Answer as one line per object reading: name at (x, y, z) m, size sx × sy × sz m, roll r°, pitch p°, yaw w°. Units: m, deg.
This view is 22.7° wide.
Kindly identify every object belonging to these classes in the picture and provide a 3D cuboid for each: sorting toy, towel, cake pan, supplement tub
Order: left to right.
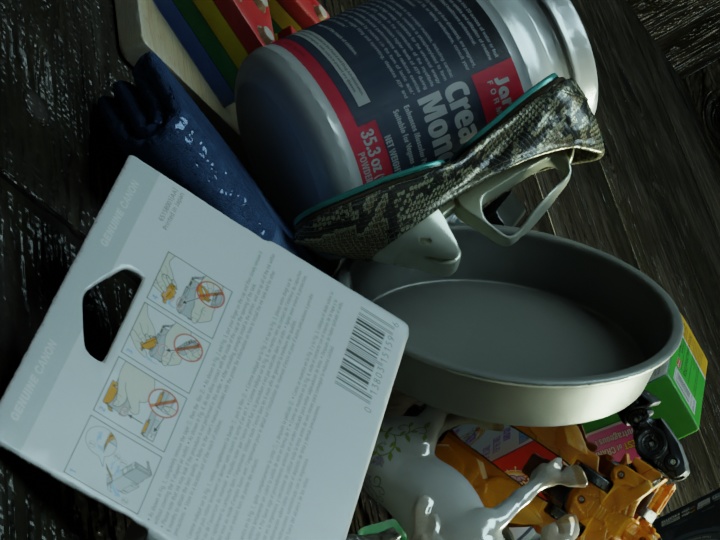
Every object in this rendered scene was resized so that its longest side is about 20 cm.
towel at (-0.075, -0.027, 1.043) m, size 0.200 × 0.048 × 0.112 m, roll 53°, pitch 2°, yaw -31°
sorting toy at (-0.084, -0.170, 1.231) m, size 0.199 × 0.069 × 0.201 m, roll 44°, pitch 25°, yaw -43°
supplement tub at (0.034, -0.106, 1.133) m, size 0.141 × 0.199 × 0.141 m, roll 53°, pitch -21°, yaw 31°
cake pan at (0.084, 0.030, 1.033) m, size 0.200 × 0.199 × 0.037 m, roll -78°, pitch 175°, yaw -64°

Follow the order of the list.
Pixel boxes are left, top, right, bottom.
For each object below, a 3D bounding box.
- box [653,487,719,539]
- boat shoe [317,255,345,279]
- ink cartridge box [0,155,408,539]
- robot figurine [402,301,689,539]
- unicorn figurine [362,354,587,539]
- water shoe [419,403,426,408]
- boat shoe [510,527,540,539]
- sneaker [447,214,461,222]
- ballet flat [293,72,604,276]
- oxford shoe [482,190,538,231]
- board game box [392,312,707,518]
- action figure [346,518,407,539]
box at (0.218, 0.226, 1.244) m, size 0.044 × 0.199 × 0.160 m, roll 56°, pitch 19°, yaw -13°
boat shoe at (0.000, 0.000, 1.183) m, size 0.200 × 0.074 × 0.069 m, roll -97°, pitch 169°, yaw -73°
ink cartridge box at (-0.076, 0.061, 0.863) m, size 0.173 × 0.044 × 0.200 m, roll 31°, pitch 44°, yaw -11°
robot figurine at (0.098, 0.111, 1.064) m, size 0.200 × 0.145 × 0.058 m, roll 34°, pitch 0°, yaw 25°
unicorn figurine at (0.052, 0.127, 0.966) m, size 0.200 × 0.137 × 0.074 m, roll 36°, pitch -43°, yaw 48°
water shoe at (0.078, 0.059, 1.321) m, size 0.079 × 0.071 × 0.200 m, roll 62°, pitch 17°, yaw 11°
boat shoe at (0.121, 0.168, 1.288) m, size 0.070 × 0.071 × 0.200 m, roll 56°, pitch 12°, yaw -6°
sneaker at (0.028, -0.054, 1.317) m, size 0.091 × 0.078 × 0.201 m, roll 26°, pitch -39°, yaw 33°
ballet flat at (0.060, -0.043, 1.039) m, size 0.076 × 0.199 × 0.068 m, roll 59°, pitch -19°, yaw 7°
oxford shoe at (0.087, 0.022, 1.237) m, size 0.085 × 0.073 × 0.200 m, roll 50°, pitch 41°, yaw -7°
board game box at (0.127, 0.107, 1.173) m, size 0.040 × 0.199 × 0.153 m, roll 59°, pitch 18°, yaw -5°
action figure at (0.008, 0.181, 0.983) m, size 0.200 × 0.055 × 0.119 m, roll 19°, pitch 47°, yaw -58°
